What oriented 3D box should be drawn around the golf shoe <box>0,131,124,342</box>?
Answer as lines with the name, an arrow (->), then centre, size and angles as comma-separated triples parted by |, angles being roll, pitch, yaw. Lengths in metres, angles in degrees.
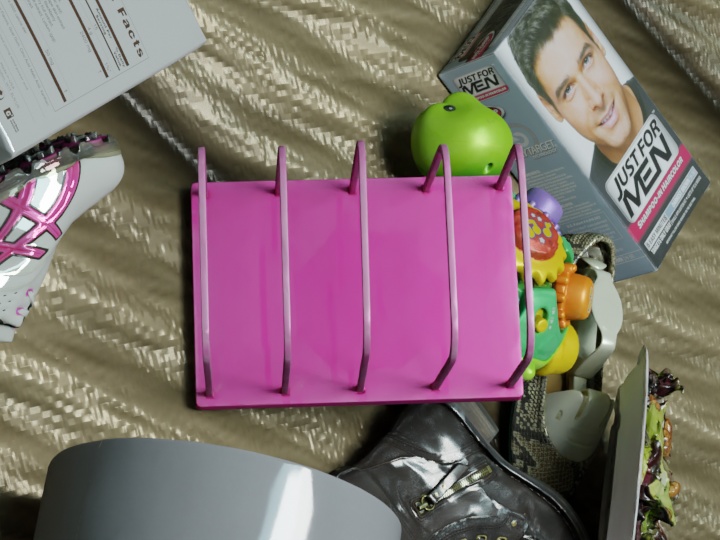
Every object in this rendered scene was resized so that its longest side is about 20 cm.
golf shoe -> -0.207, -0.009, 1.324 | 0.200, 0.072, 0.092 | -34, 108, -31

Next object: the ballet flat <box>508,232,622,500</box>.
ballet flat -> 0.143, 0.065, 1.609 | 0.068, 0.075, 0.201 | 21, 66, -33

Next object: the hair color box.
hair color box -> 0.153, -0.099, 1.670 | 0.200, 0.060, 0.099 | 51, 51, -19

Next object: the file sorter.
file sorter -> 0.000, 0.000, 1.401 | 0.199, 0.125, 0.140 | -2, 77, -4

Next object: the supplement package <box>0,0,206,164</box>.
supplement package -> -0.200, -0.128, 1.297 | 0.120, 0.121, 0.200 | 63, 34, -9

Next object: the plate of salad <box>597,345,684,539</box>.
plate of salad -> 0.185, 0.150, 1.565 | 0.048, 0.200, 0.201 | 7, 68, 5

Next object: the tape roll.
tape roll -> -0.080, 0.156, 1.302 | 0.200, 0.200, 0.067 | 25, 63, -35

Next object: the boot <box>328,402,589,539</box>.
boot -> 0.045, 0.179, 1.503 | 0.200, 0.069, 0.174 | 50, 51, -7

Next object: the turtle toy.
turtle toy -> 0.078, -0.019, 1.543 | 0.145, 0.101, 0.201 | 1, 56, -38
